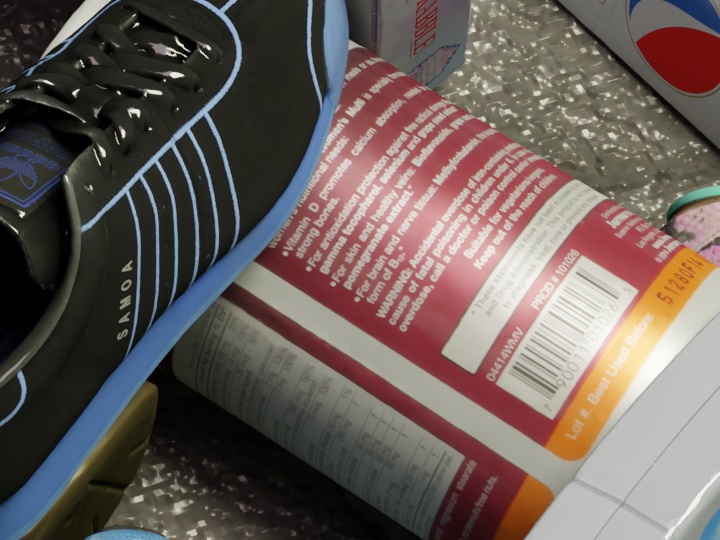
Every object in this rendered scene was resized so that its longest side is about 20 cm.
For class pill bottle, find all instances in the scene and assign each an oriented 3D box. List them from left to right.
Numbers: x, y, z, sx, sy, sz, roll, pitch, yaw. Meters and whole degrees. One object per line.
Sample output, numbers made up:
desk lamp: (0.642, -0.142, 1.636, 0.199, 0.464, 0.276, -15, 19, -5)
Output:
pill bottle: (0.000, 0.000, 0.789, 0.200, 0.110, 0.110, 33, 52, 10)

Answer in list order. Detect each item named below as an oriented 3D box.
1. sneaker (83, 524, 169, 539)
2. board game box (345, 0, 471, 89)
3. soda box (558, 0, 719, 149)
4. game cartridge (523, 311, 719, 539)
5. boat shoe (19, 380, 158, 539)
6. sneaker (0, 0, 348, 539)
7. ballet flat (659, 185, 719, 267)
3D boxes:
sneaker: (-0.048, 0.146, 0.676, 0.078, 0.090, 0.200, 3, 53, -12)
board game box: (-0.043, -0.153, 0.820, 0.041, 0.200, 0.200, -39, 80, -9)
soda box: (0.107, -0.113, 0.933, 0.068, 0.064, 0.200, -32, 66, -32)
game cartridge: (0.099, 0.069, 0.748, 0.040, 0.134, 0.200, 25, 49, 29)
boat shoe: (-0.128, 0.084, 0.721, 0.066, 0.072, 0.201, 28, 46, 14)
sneaker: (-0.065, -0.023, 0.694, 0.070, 0.078, 0.200, 22, 65, 18)
ballet flat: (0.189, 0.000, 0.876, 0.200, 0.069, 0.071, -9, 74, -16)
